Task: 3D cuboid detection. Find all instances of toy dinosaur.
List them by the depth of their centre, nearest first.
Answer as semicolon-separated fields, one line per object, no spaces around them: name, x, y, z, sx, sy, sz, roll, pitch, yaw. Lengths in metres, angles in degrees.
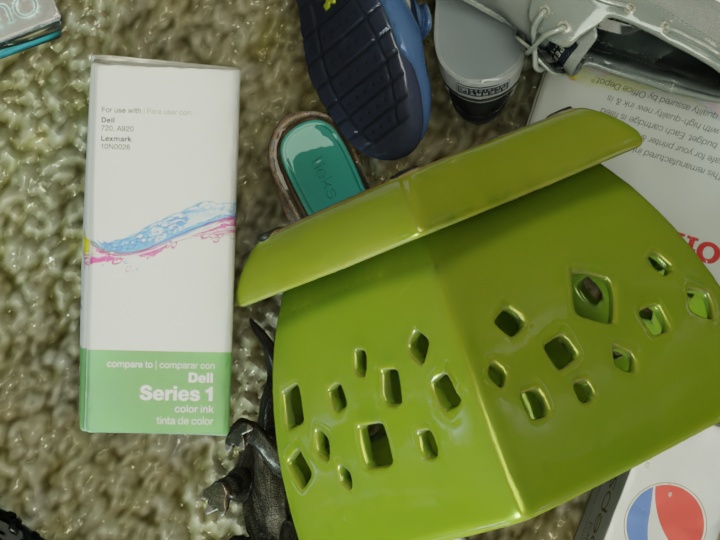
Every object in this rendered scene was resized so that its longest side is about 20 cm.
toy dinosaur;-0.047;0.131;1.334;0.077;0.102;0.201;-23;83;22

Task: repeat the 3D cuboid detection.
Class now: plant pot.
plant pot;0.062;0.031;1.214;0.199;0.199;0.182;-23;91;-38

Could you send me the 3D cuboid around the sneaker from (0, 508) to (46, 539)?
sneaker;-0.221;0.158;1.312;0.199;0.070;0.100;0;90;-8

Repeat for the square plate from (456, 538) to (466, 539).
square plate;0.024;0.227;1.295;0.197;0.029;0.200;-24;127;25

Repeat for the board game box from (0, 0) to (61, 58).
board game box;-0.262;-0.111;1.264;0.199;0.135;0.028;-21;95;-6

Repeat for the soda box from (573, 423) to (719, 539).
soda box;0.163;0.179;1.368;0.068;0.064;0.201;21;90;-8

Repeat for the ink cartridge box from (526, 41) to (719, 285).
ink cartridge box;0.180;-0.096;1.332;0.145;0.083;0.201;18;90;11

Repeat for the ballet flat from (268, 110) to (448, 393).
ballet flat;0.000;0.000;1.338;0.068;0.067;0.201;-21;95;-12

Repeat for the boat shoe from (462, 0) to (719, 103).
boat shoe;0.123;-0.141;1.249;0.200;0.070;0.072;15;63;0

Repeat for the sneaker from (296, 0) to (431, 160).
sneaker;0.006;-0.161;1.311;0.082;0.074;0.201;-6;75;-46

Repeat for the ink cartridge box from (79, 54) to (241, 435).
ink cartridge box;-0.114;-0.015;1.282;0.083;0.145;0.201;2;92;-7

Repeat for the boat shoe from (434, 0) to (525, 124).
boat shoe;0.077;-0.182;1.341;0.073;0.068;0.200;-1;68;2
